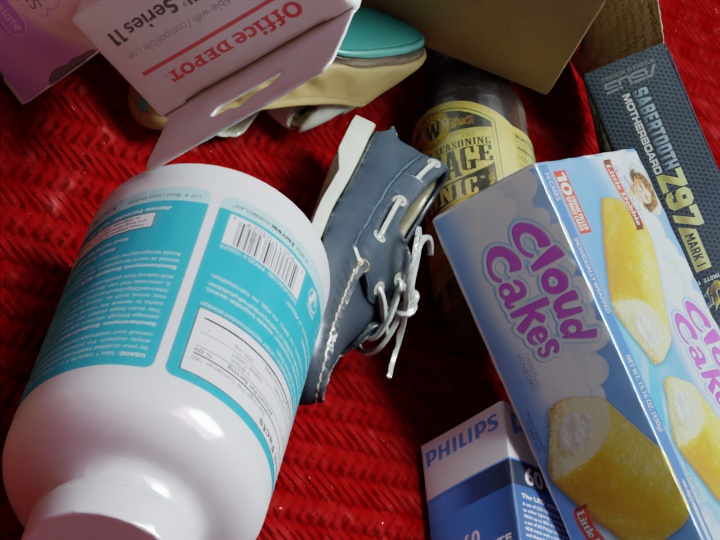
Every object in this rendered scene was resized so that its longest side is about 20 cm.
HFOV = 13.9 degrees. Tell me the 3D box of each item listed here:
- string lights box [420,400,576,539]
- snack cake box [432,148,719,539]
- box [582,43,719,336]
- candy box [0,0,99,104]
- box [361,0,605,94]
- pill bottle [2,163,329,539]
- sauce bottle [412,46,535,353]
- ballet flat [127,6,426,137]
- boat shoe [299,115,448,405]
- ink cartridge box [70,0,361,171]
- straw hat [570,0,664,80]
[{"bbox_3d":[0.091,0.172,1.387,0.103,0.059,0.200,27,44,-37],"label":"string lights box"},{"bbox_3d":[0.124,0.047,1.412,0.115,0.067,0.200,-12,76,-58],"label":"snack cake box"},{"bbox_3d":[0.175,-0.014,1.567,0.200,0.051,0.158,59,11,-71],"label":"box"},{"bbox_3d":[-0.143,-0.195,1.382,0.168,0.071,0.200,53,34,-8],"label":"candy box"},{"bbox_3d":[0.047,-0.166,1.442,0.163,0.200,0.021,22,64,-4],"label":"box"},{"bbox_3d":[-0.083,0.055,1.219,0.111,0.111,0.200,42,37,-21],"label":"pill bottle"},{"bbox_3d":[0.058,-0.055,1.530,0.066,0.066,0.200,24,43,-39],"label":"sauce bottle"},{"bbox_3d":[-0.045,-0.097,1.442,0.069,0.063,0.200,36,23,31],"label":"ballet flat"},{"bbox_3d":[0.000,0.000,1.397,0.062,0.075,0.200,19,32,-1],"label":"boat shoe"},{"bbox_3d":[-0.052,-0.145,1.288,0.067,0.117,0.200,47,35,-24],"label":"ink cartridge box"},{"bbox_3d":[0.089,-0.161,1.628,0.085,0.201,0.201,-18,73,-13],"label":"straw hat"}]
